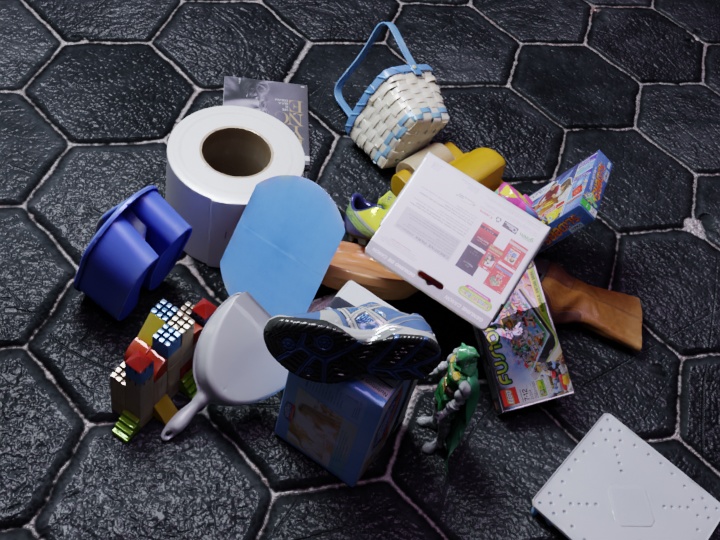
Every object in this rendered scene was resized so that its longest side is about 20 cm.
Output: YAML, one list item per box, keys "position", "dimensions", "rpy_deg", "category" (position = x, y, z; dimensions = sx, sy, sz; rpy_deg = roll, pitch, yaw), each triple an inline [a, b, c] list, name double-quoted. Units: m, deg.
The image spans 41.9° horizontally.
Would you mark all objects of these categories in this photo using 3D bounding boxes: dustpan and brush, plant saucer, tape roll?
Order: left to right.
- position: [-0.176, 0.140, 1.187]
  dimensions: [0.140, 0.057, 0.201]
  rpy_deg: [47, 74, -22]
  category: "dustpan and brush"
- position: [-0.188, -0.125, 1.391]
  dimensions: [0.199, 0.140, 0.205]
  rpy_deg: [7, 49, -8]
  category: "tape roll"
- position: [0.000, 0.000, 1.344]
  dimensions: [0.197, 0.038, 0.200]
  rpy_deg: [13, 13, -3]
  category: "plant saucer"

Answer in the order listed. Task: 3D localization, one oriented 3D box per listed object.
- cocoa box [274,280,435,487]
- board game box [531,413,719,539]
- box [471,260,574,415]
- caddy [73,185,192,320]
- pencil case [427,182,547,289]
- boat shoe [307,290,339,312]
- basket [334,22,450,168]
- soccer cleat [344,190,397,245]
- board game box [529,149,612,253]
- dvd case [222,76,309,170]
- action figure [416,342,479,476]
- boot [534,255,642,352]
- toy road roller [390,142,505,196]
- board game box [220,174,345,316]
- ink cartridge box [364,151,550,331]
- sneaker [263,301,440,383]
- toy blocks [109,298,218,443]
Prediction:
- position: [-0.012, 0.144, 1.169]
  dimensions: [0.132, 0.201, 0.131]
  rpy_deg: [31, 51, 12]
  category: "cocoa box"
- position: [0.349, 0.313, 1.232]
  dimensions: [0.199, 0.026, 0.199]
  rpy_deg: [39, 52, 19]
  category: "board game box"
- position: [0.216, 0.089, 1.317]
  dimensions: [0.108, 0.035, 0.203]
  rpy_deg: [-14, 78, -9]
  category: "box"
- position: [-0.310, -0.028, 1.251]
  dimensions: [0.105, 0.200, 0.142]
  rpy_deg: [40, 52, -1]
  category: "caddy"
- position: [0.179, -0.035, 1.383]
  dimensions: [0.200, 0.088, 0.089]
  rpy_deg: [-46, 64, 8]
  category: "pencil case"
- position: [-0.064, 0.067, 1.306]
  dimensions: [0.069, 0.072, 0.199]
  rpy_deg: [21, 35, 30]
  category: "boat shoe"
- position: [0.043, -0.281, 1.563]
  dimensions: [0.138, 0.176, 0.202]
  rpy_deg: [-17, 69, -43]
  category: "basket"
- position: [0.054, -0.073, 1.392]
  dimensions: [0.198, 0.085, 0.064]
  rpy_deg: [11, 11, 39]
  category: "soccer cleat"
- position: [0.288, -0.087, 1.439]
  dimensions: [0.034, 0.199, 0.136]
  rpy_deg: [40, 48, -13]
  category: "board game box"
- position: [-0.160, -0.251, 1.584]
  dimensions: [0.146, 0.016, 0.202]
  rpy_deg: [5, 50, -11]
  category: "dvd case"
- position: [0.114, 0.157, 1.189]
  dimensions: [0.054, 0.202, 0.119]
  rpy_deg: [-1, 50, -13]
  category: "action figure"
- position: [0.325, 0.082, 1.412]
  dimensions: [0.197, 0.069, 0.190]
  rpy_deg: [24, 41, -4]
  category: "boot"
- position: [0.151, -0.141, 1.475]
  dimensions: [0.122, 0.147, 0.200]
  rpy_deg: [-32, 62, -26]
  category: "toy road roller"
- position: [-0.100, -0.026, 1.266]
  dimensions: [0.157, 0.202, 0.039]
  rpy_deg: [30, 9, 26]
  category: "board game box"
- position: [0.125, -0.028, 1.278]
  dimensions: [0.198, 0.084, 0.177]
  rpy_deg: [33, 72, 9]
  category: "ink cartridge box"
- position: [-0.011, 0.077, 1.056]
  dimensions: [0.196, 0.077, 0.077]
  rpy_deg: [7, 30, -7]
  category: "sneaker"
- position: [-0.246, 0.101, 1.189]
  dimensions: [0.099, 0.138, 0.200]
  rpy_deg: [31, 50, 14]
  category: "toy blocks"
